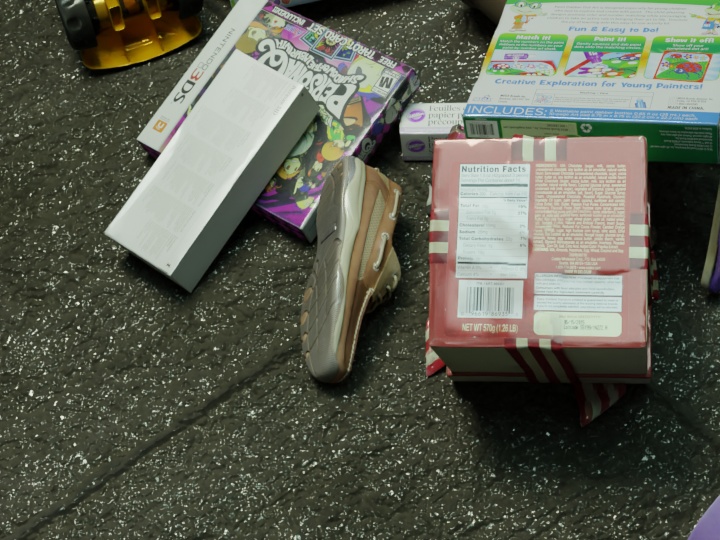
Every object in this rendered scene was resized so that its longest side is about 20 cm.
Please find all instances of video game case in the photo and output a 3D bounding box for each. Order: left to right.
[{"bbox_3d":[-0.075,-0.143,1.393,0.200,0.036,0.181,29,78,26],"label":"video game case"}]

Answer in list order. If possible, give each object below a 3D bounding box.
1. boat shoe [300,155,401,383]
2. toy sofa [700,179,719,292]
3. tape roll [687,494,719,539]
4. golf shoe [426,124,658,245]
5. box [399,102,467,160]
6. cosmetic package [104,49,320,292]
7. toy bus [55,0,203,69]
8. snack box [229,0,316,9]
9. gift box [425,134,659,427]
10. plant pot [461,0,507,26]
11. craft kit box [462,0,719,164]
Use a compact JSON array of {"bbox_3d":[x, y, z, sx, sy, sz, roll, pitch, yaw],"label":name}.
[{"bbox_3d":[0.000,0.000,1.275,0.072,0.076,0.200,17,66,-20],"label":"boat shoe"},{"bbox_3d":[0.330,-0.065,1.206,0.083,0.200,0.098,17,50,18],"label":"toy sofa"},{"bbox_3d":[0.316,0.178,1.018,0.200,0.200,0.085,-26,53,-13],"label":"tape roll"},{"bbox_3d":[0.153,-0.048,1.308,0.200,0.073,0.092,24,93,16],"label":"golf shoe"},{"bbox_3d":[0.136,-0.125,1.377,0.200,0.041,0.039,1,52,7],"label":"box"},{"bbox_3d":[-0.127,-0.087,1.335,0.083,0.051,0.200,31,82,28],"label":"cosmetic package"},{"bbox_3d":[-0.247,-0.329,1.491,0.136,0.200,0.192,-18,45,-8],"label":"toy bus"},{"bbox_3d":[-0.043,-0.332,1.518,0.200,0.053,0.142,-13,53,-3],"label":"snack box"},{"bbox_3d":[0.135,0.011,1.180,0.184,0.187,0.200,5,80,12],"label":"gift box"},{"bbox_3d":[0.196,-0.269,1.404,0.200,0.200,0.174,-26,69,-13],"label":"plant pot"},{"bbox_3d":[0.200,-0.166,1.235,0.200,0.049,0.198,5,47,19],"label":"craft kit box"}]
